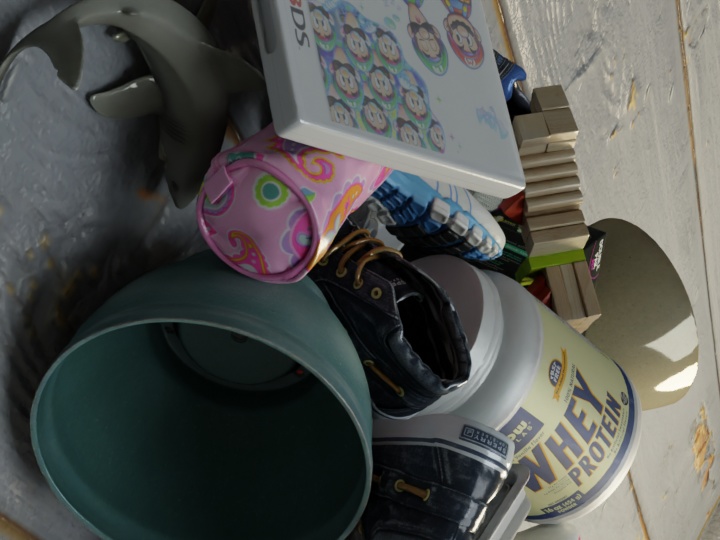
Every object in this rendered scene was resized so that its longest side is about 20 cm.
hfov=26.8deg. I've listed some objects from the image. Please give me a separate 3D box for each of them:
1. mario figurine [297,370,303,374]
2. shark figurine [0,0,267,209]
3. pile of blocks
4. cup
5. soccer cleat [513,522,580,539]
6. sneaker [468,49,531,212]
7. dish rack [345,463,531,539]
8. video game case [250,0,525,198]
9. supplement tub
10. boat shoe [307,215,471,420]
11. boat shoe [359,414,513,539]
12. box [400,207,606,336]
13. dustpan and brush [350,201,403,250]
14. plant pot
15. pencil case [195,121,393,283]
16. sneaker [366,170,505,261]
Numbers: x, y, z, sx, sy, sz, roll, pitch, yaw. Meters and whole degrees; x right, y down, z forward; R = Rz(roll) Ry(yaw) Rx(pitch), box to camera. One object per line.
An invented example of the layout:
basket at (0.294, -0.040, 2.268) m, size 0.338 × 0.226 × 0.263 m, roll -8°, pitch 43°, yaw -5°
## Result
mario figurine at (-0.112, 0.135, 1.054) m, size 0.106 × 0.123 × 0.200 m, roll 38°, pitch 82°, yaw -21°
shark figurine at (-0.099, -0.114, 0.826) m, size 0.128 × 0.089 × 0.214 m, roll -65°, pitch 157°, yaw -6°
pile of blocks at (0.137, -0.042, 1.185) m, size 0.082 × 0.062 × 0.200 m, roll -155°, pitch -124°, yaw -77°
cup at (0.218, 0.063, 1.513) m, size 0.143 × 0.200 × 0.200 m, roll -19°, pitch 134°, yaw -22°
soccer cleat at (0.071, 0.238, 1.145) m, size 0.200 × 0.086 × 0.070 m, roll -36°, pitch -174°, yaw 1°
sneaker at (0.106, -0.104, 1.235) m, size 0.077 × 0.085 × 0.200 m, roll -55°, pitch 153°, yaw -23°
dish rack at (0.023, 0.206, 1.007) m, size 0.044 × 0.172 × 0.200 m, roll 62°, pitch 34°, yaw -12°
video game case at (0.013, -0.143, 0.897) m, size 0.200 × 0.024 × 0.182 m, roll 11°, pitch 59°, yaw -46°
supplement tub at (0.100, 0.088, 1.117) m, size 0.200 × 0.145 × 0.145 m, roll 36°, pitch 78°, yaw -38°
boat shoe at (0.000, 0.000, 0.980) m, size 0.071 × 0.200 × 0.091 m, roll -32°, pitch 179°, yaw -34°
boat shoe at (0.022, 0.145, 0.943) m, size 0.091 × 0.071 × 0.200 m, roll -67°, pitch -167°, yaw -18°
box at (0.108, 0.040, 1.317) m, size 0.200 × 0.124 × 0.149 m, roll -33°, pitch 138°, yaw -51°
dustpan and brush at (0.010, -0.046, 1.124) m, size 0.200 × 0.057 × 0.140 m, roll -43°, pitch 146°, yaw -39°
plant pot at (-0.083, 0.069, 0.921) m, size 0.134 × 0.200 × 0.200 m, roll -75°, pitch 171°, yaw -53°
pencil case at (-0.020, -0.074, 0.906) m, size 0.200 × 0.087 × 0.087 m, roll -52°, pitch 153°, yaw -48°
sneaker at (0.034, -0.077, 1.056) m, size 0.200 × 0.075 × 0.087 m, roll 35°, pitch 63°, yaw -30°
